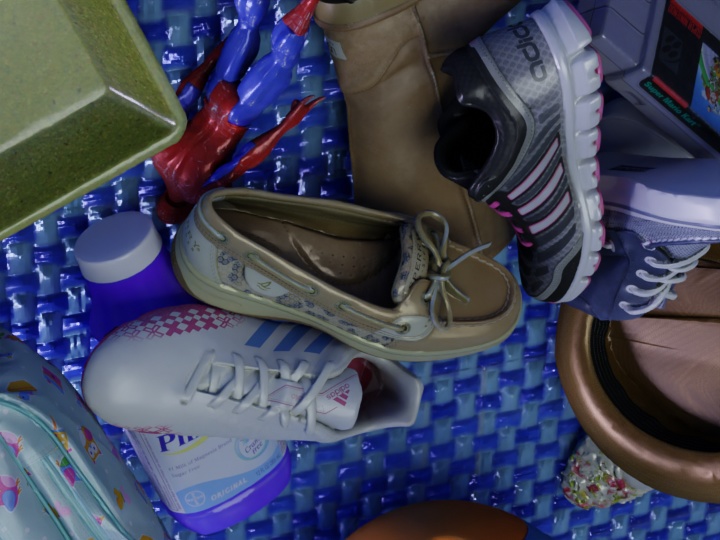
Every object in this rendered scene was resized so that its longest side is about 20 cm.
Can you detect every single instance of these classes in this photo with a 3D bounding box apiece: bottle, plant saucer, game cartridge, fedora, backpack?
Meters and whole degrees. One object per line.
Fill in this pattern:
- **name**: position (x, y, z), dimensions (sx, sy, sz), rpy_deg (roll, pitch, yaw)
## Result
- **bottle**: position (-0.105, 0.058, 1.117), dimensions (0.083, 0.065, 0.200), rpy_deg (-30, 125, -14)
- **plant saucer**: position (-0.217, -0.107, 0.984), dimensions (0.200, 0.048, 0.200), rpy_deg (-30, 125, -5)
- **game cartridge**: position (0.203, -0.130, 1.125), dimensions (0.038, 0.130, 0.200), rpy_deg (-17, 141, 42)
- **fedora**: position (0.222, 0.047, 1.210), dimensions (0.082, 0.200, 0.201), rpy_deg (-11, 128, -57)
- **backpack**: position (-0.189, 0.115, 1.021), dimensions (0.126, 0.167, 0.200), rpy_deg (-31, 110, 6)

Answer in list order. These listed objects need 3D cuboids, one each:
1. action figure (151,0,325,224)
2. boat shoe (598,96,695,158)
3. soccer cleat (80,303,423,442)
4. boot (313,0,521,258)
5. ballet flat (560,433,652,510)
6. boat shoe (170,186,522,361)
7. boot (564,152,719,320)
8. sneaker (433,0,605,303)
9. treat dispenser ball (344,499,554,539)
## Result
- **action figure**: position (-0.062, -0.098, 1.042), dimensions (0.052, 0.065, 0.200), rpy_deg (-25, 155, -54)
- **boat shoe**: position (0.229, -0.061, 1.204), dimensions (0.200, 0.072, 0.068), rpy_deg (31, 68, -20)
- **soccer cleat**: position (-0.052, 0.059, 1.057), dimensions (0.200, 0.086, 0.070), rpy_deg (1, 103, -41)
- **boot**: position (0.063, -0.100, 1.110), dimensions (0.175, 0.066, 0.200), rpy_deg (-21, 127, -8)
- **ballet flat**: position (0.216, 0.093, 1.283), dimensions (0.200, 0.064, 0.076), rpy_deg (-45, 126, 5)
- **boat shoe**: position (0.000, 0.000, 1.056), dimensions (0.200, 0.073, 0.063), rpy_deg (8, 151, -17)
- **boot**: position (0.173, -0.015, 1.110), dimensions (0.073, 0.200, 0.090), rpy_deg (-14, 103, -22)
- **sneaker**: position (0.082, -0.057, 1.064), dimensions (0.087, 0.074, 0.200), rpy_deg (-14, 136, -7)
- **treat dispenser ball**: position (0.055, 0.243, 1.212), dimensions (0.201, 0.201, 0.201), rpy_deg (-11, 121, -18)
